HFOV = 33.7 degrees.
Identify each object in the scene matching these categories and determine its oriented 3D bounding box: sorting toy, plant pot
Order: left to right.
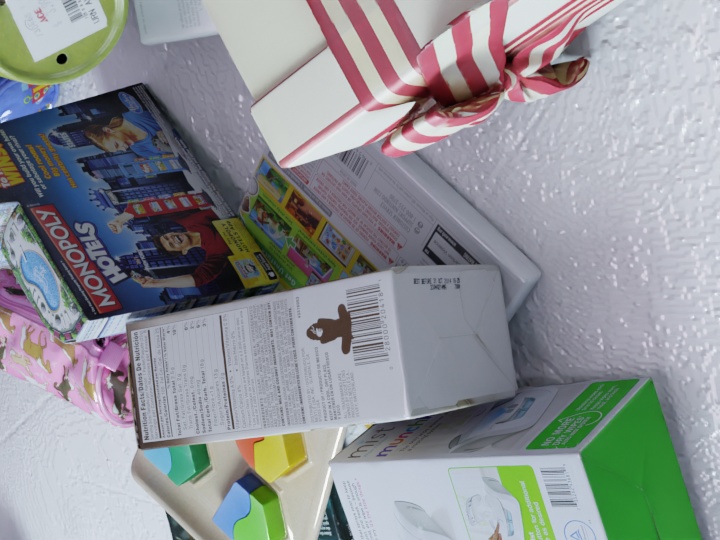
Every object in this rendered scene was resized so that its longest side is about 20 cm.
[{"bbox_3d":[-0.225,-0.203,0.737,0.200,0.186,0.188,46,133,41],"label":"plant pot"},{"bbox_3d":[-0.095,0.120,0.846,0.185,0.036,0.201,36,124,29],"label":"sorting toy"}]

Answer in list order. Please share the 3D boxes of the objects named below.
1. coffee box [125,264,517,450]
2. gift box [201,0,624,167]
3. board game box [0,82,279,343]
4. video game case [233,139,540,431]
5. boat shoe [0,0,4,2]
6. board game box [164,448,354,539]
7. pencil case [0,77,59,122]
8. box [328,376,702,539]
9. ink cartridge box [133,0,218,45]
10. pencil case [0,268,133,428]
[{"bbox_3d":[-0.026,0.051,0.689,0.199,0.114,0.080,-12,83,36],"label":"coffee box"},{"bbox_3d":[0.034,-0.162,0.557,0.200,0.184,0.188,-29,87,43],"label":"gift box"},{"bbox_3d":[-0.188,-0.031,0.777,0.200,0.199,0.062,53,133,25],"label":"board game box"},{"bbox_3d":[0.000,0.000,0.766,0.200,0.023,0.182,44,130,19],"label":"video game case"},{"bbox_3d":[-0.335,-0.281,0.921,0.200,0.067,0.072,46,131,18],"label":"boat shoe"},{"bbox_3d":[-0.083,0.167,0.894,0.199,0.028,0.136,-11,96,44],"label":"board game box"},{"bbox_3d":[-0.324,-0.180,0.943,0.200,0.078,0.087,44,155,20],"label":"pencil case"},{"bbox_3d":[0.099,0.176,0.681,0.176,0.097,0.201,-11,103,42],"label":"box"},{"bbox_3d":[-0.059,-0.232,0.728,0.199,0.050,0.163,-3,104,24],"label":"ink cartridge box"},{"bbox_3d":[-0.244,0.060,0.964,0.199,0.083,0.087,17,103,37],"label":"pencil case"}]
